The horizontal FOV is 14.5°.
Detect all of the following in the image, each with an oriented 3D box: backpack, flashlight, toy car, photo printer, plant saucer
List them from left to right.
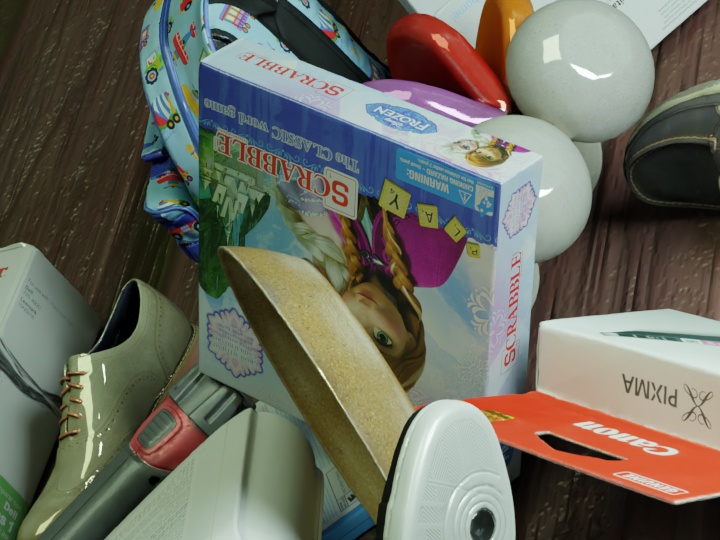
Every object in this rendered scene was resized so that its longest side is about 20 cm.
[{"bbox_3d":[-0.135,0.143,1.616,0.200,0.068,0.068,-48,-4,-1],"label":"flashlight"},{"bbox_3d":[-0.091,0.173,1.467,0.166,0.069,0.200,-45,13,14],"label":"photo printer"},{"bbox_3d":[-0.066,-0.093,1.715,0.134,0.200,0.183,-24,39,24],"label":"backpack"},{"bbox_3d":[-0.005,0.065,1.435,0.035,0.201,0.200,-32,33,-8],"label":"plant saucer"},{"bbox_3d":[0.061,-0.070,1.564,0.201,0.149,0.175,-61,-1,-25],"label":"toy car"}]

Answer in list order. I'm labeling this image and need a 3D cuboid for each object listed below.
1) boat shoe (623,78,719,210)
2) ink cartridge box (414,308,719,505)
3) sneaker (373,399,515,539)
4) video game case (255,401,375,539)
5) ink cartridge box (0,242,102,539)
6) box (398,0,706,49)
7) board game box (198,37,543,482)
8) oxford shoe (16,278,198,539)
[{"bbox_3d":[0.221,-0.057,1.505,0.199,0.075,0.074,-9,45,40],"label":"boat shoe"},{"bbox_3d":[0.151,0.062,1.374,0.200,0.173,0.044,16,106,51],"label":"ink cartridge box"},{"bbox_3d":[0.009,0.154,1.287,0.112,0.073,0.201,7,101,47],"label":"sneaker"},{"bbox_3d":[-0.078,0.147,1.623,0.200,0.018,0.143,-36,35,8],"label":"video game case"},{"bbox_3d":[-0.267,0.094,1.808,0.146,0.084,0.201,-12,44,36],"label":"ink cartridge box"},{"bbox_3d":[0.094,-0.195,1.668,0.156,0.200,0.041,-41,16,1],"label":"box"},{"bbox_3d":[0.000,0.000,1.503,0.199,0.200,0.041,23,38,31],"label":"board game box"},{"bbox_3d":[-0.163,0.092,1.702,0.071,0.074,0.200,-18,33,42],"label":"oxford shoe"}]
